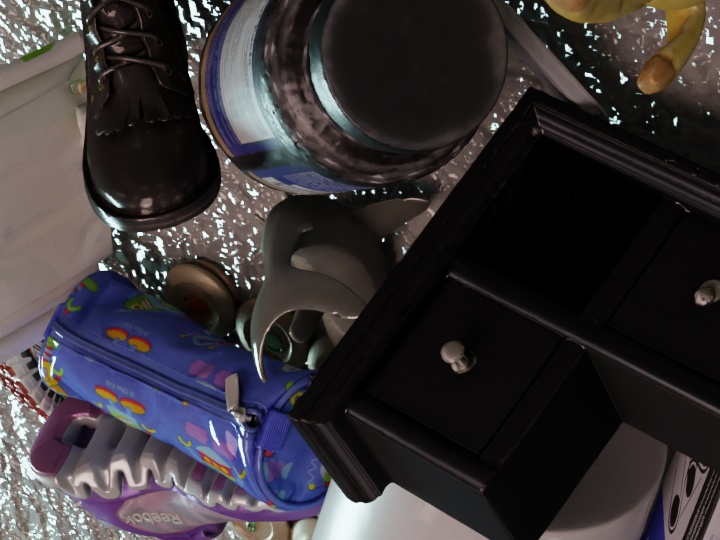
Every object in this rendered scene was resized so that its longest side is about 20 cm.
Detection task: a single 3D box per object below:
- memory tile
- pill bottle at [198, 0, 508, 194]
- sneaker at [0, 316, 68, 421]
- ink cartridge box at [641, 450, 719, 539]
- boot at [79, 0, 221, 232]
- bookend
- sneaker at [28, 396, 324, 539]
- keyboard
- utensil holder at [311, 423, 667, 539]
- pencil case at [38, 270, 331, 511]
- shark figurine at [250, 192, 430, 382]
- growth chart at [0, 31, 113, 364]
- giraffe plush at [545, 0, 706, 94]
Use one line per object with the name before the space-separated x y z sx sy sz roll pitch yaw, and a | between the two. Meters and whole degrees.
memory tile | -0.056 0.091 1.545 0.153 0.017 0.201 26 135 20
pill bottle | -0.003 -0.093 1.226 0.112 0.112 0.200 53 167 -10
sneaker | -0.195 0.016 1.551 0.078 0.082 0.200 40 160 34
ink cartridge box | 0.175 0.134 1.318 0.044 0.094 0.201 10 129 -5
boot | -0.125 -0.135 1.303 0.069 0.200 0.175 -14 134 -1
bookend | 0.109 0.049 1.209 0.198 0.200 0.092 29 164 32
sneaker | -0.091 0.120 1.532 0.199 0.081 0.089 1 139 31
keyboard | 0.042 -0.143 1.227 0.200 0.011 0.056 45 -178 -24
utensil holder | 0.057 0.140 1.382 0.170 0.170 0.200 30 135 16
pencil case | -0.092 0.064 1.460 0.200 0.078 0.087 23 175 38
shark figurine | -0.007 -0.014 1.353 0.089 0.214 0.129 -17 83 11
growth chart | -0.193 -0.030 1.455 0.018 0.144 0.201 37 138 39
giraffe plush | 0.093 -0.191 1.126 0.162 0.173 0.200 35 174 27
